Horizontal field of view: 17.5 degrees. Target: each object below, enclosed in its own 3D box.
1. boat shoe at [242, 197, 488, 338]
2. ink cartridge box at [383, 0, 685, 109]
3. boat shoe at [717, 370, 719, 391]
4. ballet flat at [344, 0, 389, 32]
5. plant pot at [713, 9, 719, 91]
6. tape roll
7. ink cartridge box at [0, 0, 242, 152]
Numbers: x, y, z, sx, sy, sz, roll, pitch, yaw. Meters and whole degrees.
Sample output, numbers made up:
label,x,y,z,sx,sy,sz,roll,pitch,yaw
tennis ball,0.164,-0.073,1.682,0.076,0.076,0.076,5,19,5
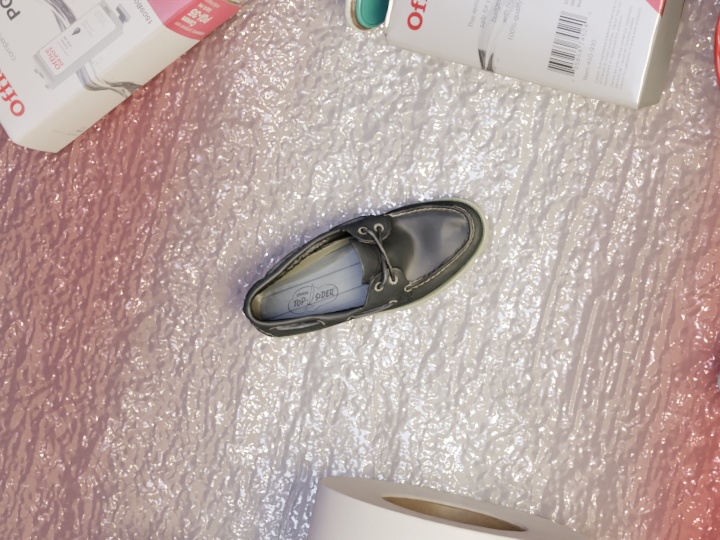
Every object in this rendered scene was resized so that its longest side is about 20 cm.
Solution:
label,x,y,z,sx,sy,sz,roll,pitch,yaw
boat shoe,-0.001,-0.002,1.752,0.198,0.066,0.075,-17,83,15
ink cartridge box,0.133,-0.213,1.704,0.199,0.083,0.148,17,102,17
boat shoe,0.337,0.037,1.656,0.200,0.062,0.072,-41,36,-1
ballet flat,0.024,-0.277,1.764,0.069,0.069,0.201,23,90,16
plant pot,0.352,-0.133,1.584,0.199,0.182,0.202,-4,79,20
tape roll,0.052,0.236,1.658,0.201,0.203,0.140,14,91,16
ink cartridge box,-0.216,-0.207,1.816,0.199,0.083,0.147,-36,79,12
